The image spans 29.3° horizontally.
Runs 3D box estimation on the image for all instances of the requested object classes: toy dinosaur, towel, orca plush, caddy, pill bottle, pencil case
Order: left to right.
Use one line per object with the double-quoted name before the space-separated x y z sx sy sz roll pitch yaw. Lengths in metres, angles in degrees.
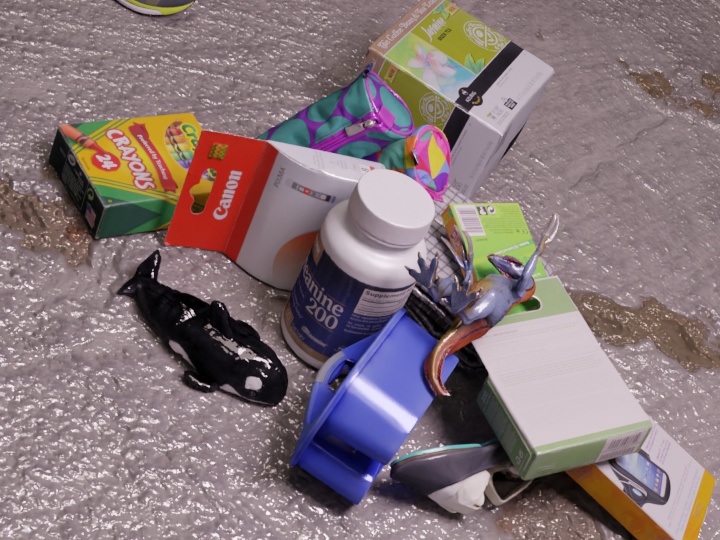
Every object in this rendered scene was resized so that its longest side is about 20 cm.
"orca plush" -0.144 0.045 1.355 0.105 0.071 0.200 -20 59 -42
"pencil case" -0.046 -0.132 1.454 0.086 0.199 0.093 56 21 -12
"pill bottle" 0.000 0.000 1.384 0.110 0.201 0.112 15 40 -14
"pencil case" 0.004 -0.113 1.524 0.198 0.089 0.088 -1 25 34
"caddy" 0.006 0.121 1.307 0.104 0.142 0.200 35 39 5
"towel" 0.099 0.006 1.528 0.199 0.086 0.166 37 42 9
"toy dinosaur" 0.115 0.026 1.345 0.104 0.202 0.181 18 -3 34

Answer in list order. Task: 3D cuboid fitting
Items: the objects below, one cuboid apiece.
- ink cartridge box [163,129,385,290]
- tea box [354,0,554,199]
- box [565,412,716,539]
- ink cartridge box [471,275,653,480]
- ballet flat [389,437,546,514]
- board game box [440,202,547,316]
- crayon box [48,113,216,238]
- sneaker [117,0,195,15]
"ink cartridge box" -0.087 -0.056 1.424 0.197 0.163 0.050 8 41 -22
"tea box" 0.106 -0.215 1.724 0.195 0.134 0.200 32 40 7
"box" 0.273 0.195 1.420 0.200 0.041 0.119 42 42 -3
"ink cartridge box" 0.180 0.103 1.374 0.144 0.048 0.201 -9 50 -27
"ballet flat" 0.115 0.198 1.344 0.198 0.073 0.073 -6 49 -42
"board game box" 0.159 0.019 1.461 0.094 0.030 0.202 -2 58 -31
"crayon box" -0.219 -0.107 1.492 0.198 0.051 0.127 -11 53 -38
"sneaker" -0.294 -0.385 1.720 0.198 0.081 0.074 21 40 -8
